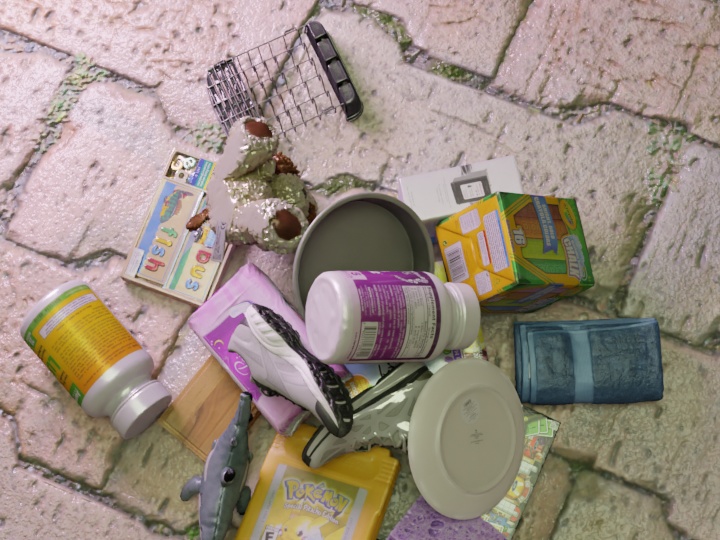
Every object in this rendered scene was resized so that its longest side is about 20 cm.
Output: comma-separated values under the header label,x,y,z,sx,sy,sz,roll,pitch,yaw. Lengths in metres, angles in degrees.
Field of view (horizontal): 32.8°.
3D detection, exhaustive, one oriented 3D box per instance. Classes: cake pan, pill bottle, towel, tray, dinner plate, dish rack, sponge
label,x,y,z,sx,sy,sz,roll,pitch,yaw
cake pan,0.000,0.000,1.543,0.198,0.037,0.203,-5,102,-26
pill bottle,-0.340,0.119,1.595,0.111,0.111,0.200,-42,78,-10
towel,0.302,0.121,1.619,0.198,0.049,0.113,-1,76,0
tray,-0.168,0.154,1.623,0.098,0.037,0.201,37,79,10
dinner plate,0.141,0.210,1.526,0.199,0.024,0.202,3,86,-38
pill bottle,0.042,0.056,1.491,0.198,0.112,0.113,1,73,-27
dish rack,-0.112,-0.255,1.723,0.199,0.055,0.154,-25,75,-4
sponge,0.137,0.362,1.522,0.200,0.030,0.112,39,51,10

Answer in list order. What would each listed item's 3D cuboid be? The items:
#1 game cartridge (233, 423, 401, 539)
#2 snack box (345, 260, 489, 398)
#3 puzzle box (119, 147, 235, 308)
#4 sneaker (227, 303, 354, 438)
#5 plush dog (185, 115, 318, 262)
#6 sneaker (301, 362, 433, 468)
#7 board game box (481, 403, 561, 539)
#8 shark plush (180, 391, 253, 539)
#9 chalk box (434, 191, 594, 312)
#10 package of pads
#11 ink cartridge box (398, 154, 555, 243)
label,x,y,z,sx,sy,sz,roll,pitch,yaw
game cartridge,-0.058,0.303,1.552,0.175,0.032,0.202,13,70,21
snack box,0.060,0.086,1.622,0.198,0.068,0.170,-12,76,-1
puzzle box,-0.233,-0.057,1.685,0.132,0.025,0.202,19,76,5
sneaker,-0.084,0.132,1.489,0.200,0.074,0.079,45,102,21
plush dog,-0.122,-0.081,1.624,0.160,0.171,0.202,-34,63,31
sneaker,0.030,0.206,1.522,0.200,0.076,0.116,-37,75,-8
board game box,0.176,0.269,1.596,0.104,0.023,0.201,23,76,9
shark plush,-0.157,0.251,1.538,0.090,0.083,0.201,26,103,-10
chalk box,0.218,-0.020,1.598,0.199,0.123,0.126,0,71,-41
package of pads,-0.117,0.102,1.570,0.120,0.076,0.200,-43,75,1
ink cartridge box,0.153,-0.094,1.644,0.198,0.116,0.067,-12,74,-3
